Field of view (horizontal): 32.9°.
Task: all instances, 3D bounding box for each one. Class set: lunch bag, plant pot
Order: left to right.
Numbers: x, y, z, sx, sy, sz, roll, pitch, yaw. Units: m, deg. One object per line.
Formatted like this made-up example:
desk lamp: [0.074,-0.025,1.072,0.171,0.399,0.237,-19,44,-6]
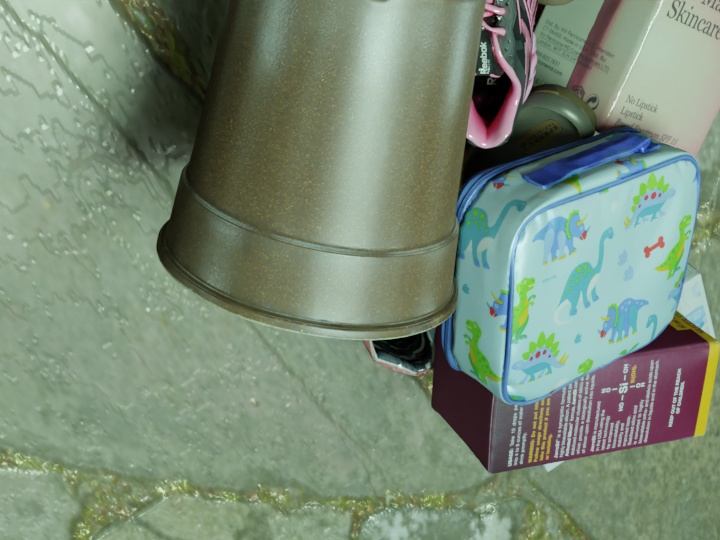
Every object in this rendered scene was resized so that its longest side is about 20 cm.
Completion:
plant pot: [-0.014,-0.092,0.750,0.197,0.200,0.201,0,115,-28]
lunch bag: [0.150,-0.010,0.860,0.198,0.082,0.163,-21,126,-33]

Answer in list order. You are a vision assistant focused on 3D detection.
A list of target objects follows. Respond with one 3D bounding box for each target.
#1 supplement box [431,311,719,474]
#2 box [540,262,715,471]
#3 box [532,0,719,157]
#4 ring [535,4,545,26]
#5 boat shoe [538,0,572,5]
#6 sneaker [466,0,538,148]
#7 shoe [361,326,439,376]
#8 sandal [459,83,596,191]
supplement box: [0.167,0.082,0.967,0.197,0.110,0.087,-6,115,-20]
box: [0.210,0.068,1.110,0.198,0.102,0.113,-33,129,-6]
box: [0.228,-0.204,0.932,0.127,0.109,0.202,8,112,-40]
ring: [0.089,-0.156,0.960,0.197,0.019,0.203,-14,125,-20]
boat shoe: [0.163,-0.288,0.846,0.075,0.074,0.205,38,72,-52]
sneaker: [0.084,-0.169,0.793,0.078,0.096,0.202,2,128,13]
shoe: [0.000,0.000,0.961,0.071,0.091,0.201,-38,129,-2]
sandal: [0.104,-0.068,0.932,0.081,0.055,0.199,34,144,-17]
